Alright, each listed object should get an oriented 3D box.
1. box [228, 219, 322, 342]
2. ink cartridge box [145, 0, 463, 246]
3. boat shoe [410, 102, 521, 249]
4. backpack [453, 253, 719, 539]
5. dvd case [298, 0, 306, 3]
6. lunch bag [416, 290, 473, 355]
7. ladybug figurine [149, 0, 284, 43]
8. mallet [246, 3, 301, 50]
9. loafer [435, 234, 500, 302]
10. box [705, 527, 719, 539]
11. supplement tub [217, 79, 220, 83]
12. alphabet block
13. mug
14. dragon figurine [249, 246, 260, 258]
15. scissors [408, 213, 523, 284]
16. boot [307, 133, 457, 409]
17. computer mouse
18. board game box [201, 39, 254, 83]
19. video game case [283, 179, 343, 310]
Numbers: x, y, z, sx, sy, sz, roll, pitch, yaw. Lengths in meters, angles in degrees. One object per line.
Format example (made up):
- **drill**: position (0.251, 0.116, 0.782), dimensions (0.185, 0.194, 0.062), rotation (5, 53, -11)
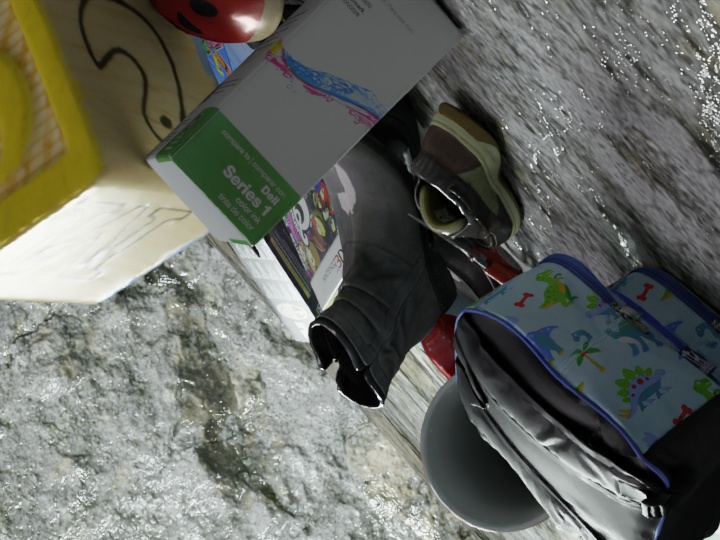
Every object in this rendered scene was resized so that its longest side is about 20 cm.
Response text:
- **box**: position (-0.052, -0.047, 1.829), dimensions (0.049, 0.162, 0.200), rotation (4, 151, 24)
- **ink cartridge box**: position (-0.040, -0.115, 1.293), dimensions (0.084, 0.200, 0.145), rotation (46, 173, -10)
- **boat shoe**: position (0.071, -0.058, 1.435), dimensions (0.072, 0.066, 0.201), rotation (41, 172, 20)
- **backpack**: position (0.165, 0.087, 1.285), dimensions (0.200, 0.147, 0.184), rotation (42, 154, 26)
- **dvd case**: position (-0.086, -0.265, 1.466), dimensions (0.143, 0.018, 0.200), rotation (54, 170, -33)
- **lunch bag**: position (0.091, 0.050, 1.787), dimensions (0.200, 0.082, 0.161), rotation (44, 170, 29)
- **ladybug figurine**: position (-0.115, -0.225, 1.405), dimensions (0.136, 0.072, 0.200), rotation (68, 164, -13)
- **mallet**: position (-0.051, -0.189, 1.469), dimensions (0.066, 0.041, 0.200), rotation (54, 167, -32)
- **loafer**: position (0.053, -0.020, 1.694), dimensions (0.200, 0.072, 0.073), rotation (46, 172, 18)
- **box**: position (0.304, 0.202, 1.546), dimensions (0.144, 0.036, 0.200), rotation (48, 173, 1)
- **supplement tub**: position (-0.152, -0.155, 1.846), dimensions (0.132, 0.132, 0.200), rotation (48, -179, -1)
- **alphabet block**: position (-0.229, -0.100, 1.449), dimensions (0.200, 0.196, 0.196), rotation (4, -123, -60)
- **mug**: position (0.139, 0.115, 1.595), dimensions (0.200, 0.133, 0.179), rotation (0, -100, -69)
- **dragon figurine**: position (-0.074, -0.096, 1.520), dimensions (0.059, 0.201, 0.100), rotation (21, -161, -5)
- **scissors**: position (0.099, -0.006, 1.516), dimensions (0.073, 0.014, 0.200), rotation (53, -167, 23)
- **boot**: position (0.000, 0.000, 1.470), dimensions (0.070, 0.132, 0.201), rotation (-1, 130, 43)
- **computer mouse**: position (0.022, -0.114, 1.555), dimensions (0.200, 0.046, 0.141), rotation (64, -177, -48)
- **board game box**: position (-0.107, -0.191, 1.652), dimensions (0.103, 0.019, 0.200), rotation (93, 153, -44)
- **video game case**: position (-0.039, -0.086, 1.643), dimensions (0.201, 0.036, 0.181), rotation (66, 160, 13)
